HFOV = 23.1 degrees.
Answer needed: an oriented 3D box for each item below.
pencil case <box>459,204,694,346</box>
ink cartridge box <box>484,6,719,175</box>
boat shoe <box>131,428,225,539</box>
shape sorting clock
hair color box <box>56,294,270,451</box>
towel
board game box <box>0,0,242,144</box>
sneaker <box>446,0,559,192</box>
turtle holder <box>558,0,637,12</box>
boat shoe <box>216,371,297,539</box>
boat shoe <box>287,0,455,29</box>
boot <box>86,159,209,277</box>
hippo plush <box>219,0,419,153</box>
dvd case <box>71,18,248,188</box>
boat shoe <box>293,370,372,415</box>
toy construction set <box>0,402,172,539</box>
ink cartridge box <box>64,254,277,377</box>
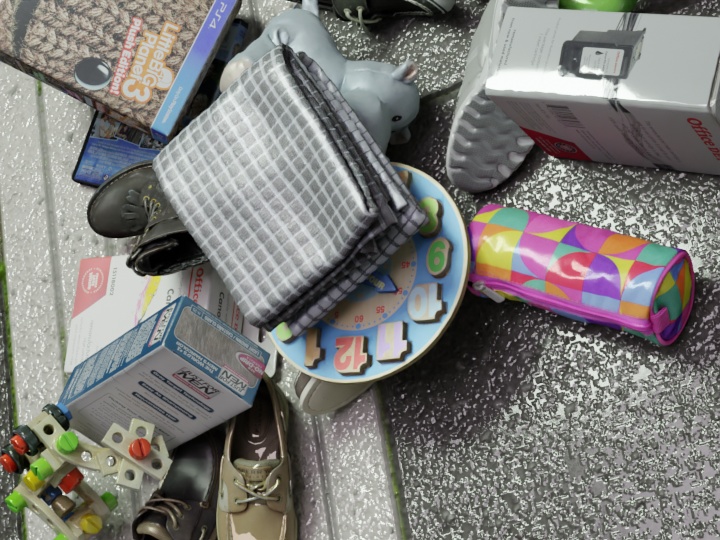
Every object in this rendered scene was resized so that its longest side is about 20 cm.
[{"bbox_3d":[0.176,0.004,1.464,0.200,0.088,0.088,12,80,32],"label":"pencil case"},{"bbox_3d":[0.226,-0.146,1.448,0.200,0.145,0.083,8,75,31],"label":"ink cartridge box"},{"bbox_3d":[-0.162,0.234,1.579,0.074,0.073,0.200,0,74,29],"label":"boat shoe"},{"bbox_3d":[0.000,0.000,1.501,0.200,0.039,0.200,-8,72,26],"label":"shape sorting clock"},{"bbox_3d":[-0.179,0.102,1.568,0.200,0.100,0.061,-30,31,47],"label":"hair color box"},{"bbox_3d":[-0.066,-0.065,1.470,0.166,0.086,0.200,-41,68,18],"label":"towel"},{"bbox_3d":[-0.236,-0.237,1.688,0.200,0.097,0.160,26,87,-4],"label":"board game box"},{"bbox_3d":[0.126,-0.165,1.569,0.075,0.082,0.200,19,94,-12],"label":"sneaker"},{"bbox_3d":[0.225,-0.311,1.526,0.141,0.186,0.132,-38,53,-25],"label":"turtle holder"},{"bbox_3d":[-0.093,0.186,1.551,0.072,0.065,0.200,-1,68,3],"label":"boat shoe"},{"bbox_3d":[0.005,-0.260,1.662,0.200,0.071,0.064,21,83,41],"label":"boat shoe"},{"bbox_3d":[-0.185,-0.045,1.628,0.200,0.069,0.174,-15,23,18],"label":"boot"},{"bbox_3d":[-0.031,-0.149,1.612,0.161,0.159,0.200,26,52,7],"label":"hippo plush"},{"bbox_3d":[-0.203,-0.169,1.773,0.143,0.018,0.200,14,82,33],"label":"dvd case"},{"bbox_3d":[0.008,0.039,1.551,0.200,0.072,0.060,-50,54,8],"label":"boat shoe"},{"bbox_3d":[-0.256,0.188,1.584,0.131,0.092,0.200,49,136,3],"label":"toy construction set"},{"bbox_3d":[-0.173,0.045,1.653,0.200,0.067,0.117,-5,71,28],"label":"ink cartridge box"}]
